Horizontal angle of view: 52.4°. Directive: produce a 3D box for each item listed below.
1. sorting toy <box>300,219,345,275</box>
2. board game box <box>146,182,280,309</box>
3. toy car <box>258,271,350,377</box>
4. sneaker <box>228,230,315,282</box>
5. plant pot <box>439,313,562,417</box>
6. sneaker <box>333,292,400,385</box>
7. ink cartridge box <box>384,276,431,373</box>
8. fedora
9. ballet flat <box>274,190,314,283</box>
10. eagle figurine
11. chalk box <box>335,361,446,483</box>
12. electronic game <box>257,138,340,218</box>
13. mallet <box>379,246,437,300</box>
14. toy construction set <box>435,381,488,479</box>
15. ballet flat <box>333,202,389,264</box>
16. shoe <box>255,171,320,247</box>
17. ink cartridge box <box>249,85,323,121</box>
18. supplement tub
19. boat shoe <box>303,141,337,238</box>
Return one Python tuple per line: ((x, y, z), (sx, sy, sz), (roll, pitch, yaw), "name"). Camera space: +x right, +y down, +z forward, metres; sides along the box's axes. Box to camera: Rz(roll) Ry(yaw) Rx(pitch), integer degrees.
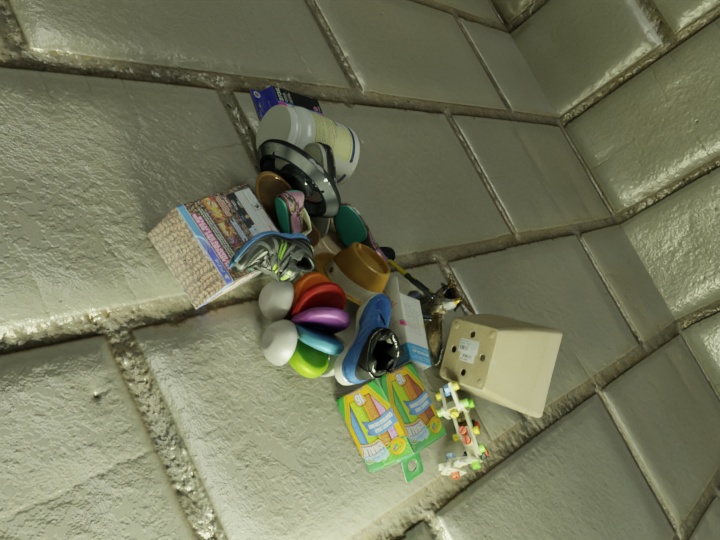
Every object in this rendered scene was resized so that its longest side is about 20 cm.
((-0.106, -0.087, 1.583), (0.185, 0.036, 0.200), (-8, 74, -52), "sorting toy")
((-0.249, -0.049, 1.323), (0.160, 0.097, 0.200), (57, 35, 1), "board game box")
((-0.085, 0.094, 1.356), (0.175, 0.150, 0.200), (23, 47, -38), "toy car")
((-0.145, -0.020, 1.277), (0.199, 0.071, 0.083), (-6, 62, -55), "sneaker")
((0.293, 0.197, 1.620), (0.177, 0.200, 0.200), (15, 88, -39), "plant pot")
((0.036, 0.115, 1.303), (0.077, 0.111, 0.200), (51, 48, -24), "sneaker")
((0.073, 0.128, 1.545), (0.068, 0.115, 0.200), (23, 47, -38), "ink cartridge box")
((0.000, 0.000, 1.488), (0.200, 0.082, 0.201), (30, 16, -10), "fedora")
((-0.126, -0.061, 1.412), (0.071, 0.200, 0.069), (-18, 33, -33), "ballet flat")
((0.171, 0.098, 1.681), (0.152, 0.151, 0.200), (33, 54, 16), "eagle figurine")
((0.069, 0.299, 1.395), (0.125, 0.124, 0.200), (-15, 75, -53), "chalk box")
((-0.122, -0.178, 1.438), (0.200, 0.200, 0.042), (45, 66, -15), "electronic game")
((0.093, 0.007, 1.663), (0.066, 0.041, 0.200), (2, 31, -43), "mallet")
((0.214, 0.347, 1.556), (0.131, 0.092, 0.200), (51, 35, -52), "toy construction set")
((0.003, -0.064, 1.611), (0.200, 0.069, 0.071), (58, 17, -12), "ballet flat")
((-0.150, -0.119, 1.437), (0.053, 0.070, 0.200), (45, -9, 50), "shoe")
((-0.167, -0.383, 1.745), (0.200, 0.037, 0.095), (2, 61, -47), "ink cartridge box")
((-0.116, -0.277, 1.622), (0.200, 0.145, 0.145), (14, 52, -43), "supplement tub")
((-0.082, -0.168, 1.536), (0.060, 0.074, 0.200), (-15, 101, -58), "boat shoe")
